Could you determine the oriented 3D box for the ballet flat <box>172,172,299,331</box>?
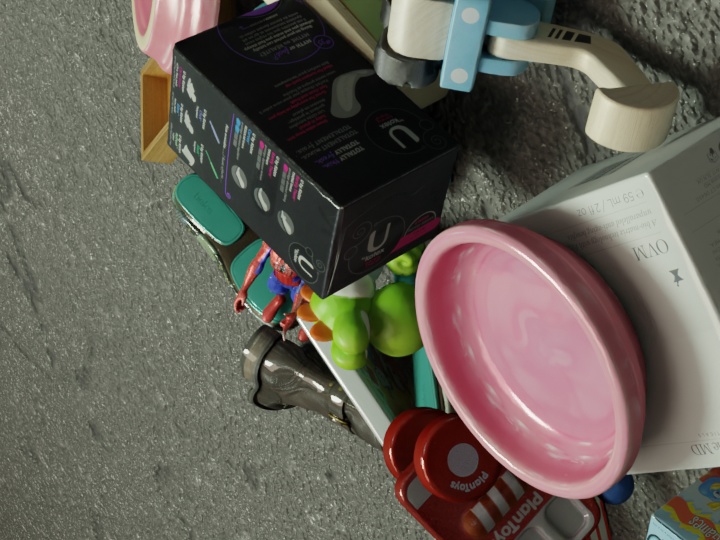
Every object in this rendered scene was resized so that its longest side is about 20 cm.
[{"bbox_3d":[-0.118,-0.017,1.539,0.200,0.074,0.074,54,149,15],"label":"ballet flat"}]

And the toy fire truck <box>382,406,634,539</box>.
[{"bbox_3d":[0.126,0.147,1.175,0.168,0.200,0.112,47,167,-9],"label":"toy fire truck"}]

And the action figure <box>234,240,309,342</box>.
[{"bbox_3d":[-0.076,0.030,1.376,0.065,0.099,0.200,25,156,9],"label":"action figure"}]

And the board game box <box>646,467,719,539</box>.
[{"bbox_3d":[0.273,0.251,1.120,0.105,0.103,0.201,39,144,33],"label":"board game box"}]

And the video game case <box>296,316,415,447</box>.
[{"bbox_3d":[0.033,0.113,1.333,0.200,0.023,0.182,55,-167,10],"label":"video game case"}]

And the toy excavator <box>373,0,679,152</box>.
[{"bbox_3d":[0.112,-0.165,1.022,0.199,0.195,0.100,8,131,0],"label":"toy excavator"}]

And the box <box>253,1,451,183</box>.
[{"bbox_3d":[-0.006,-0.143,1.239,0.200,0.049,0.082,50,171,18],"label":"box"}]

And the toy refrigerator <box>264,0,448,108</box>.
[{"bbox_3d":[-0.012,-0.215,1.186,0.200,0.076,0.070,50,148,19],"label":"toy refrigerator"}]

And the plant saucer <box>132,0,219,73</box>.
[{"bbox_3d":[-0.163,-0.265,1.296,0.200,0.051,0.201,-179,90,-73],"label":"plant saucer"}]

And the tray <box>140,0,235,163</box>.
[{"bbox_3d":[-0.167,-0.185,1.445,0.200,0.037,0.099,146,125,-59],"label":"tray"}]

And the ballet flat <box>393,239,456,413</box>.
[{"bbox_3d":[0.072,0.054,1.283,0.069,0.069,0.201,130,136,-58],"label":"ballet flat"}]

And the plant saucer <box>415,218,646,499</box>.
[{"bbox_3d":[0.118,0.053,1.000,0.200,0.051,0.201,39,145,35],"label":"plant saucer"}]

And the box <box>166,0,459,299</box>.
[{"bbox_3d":[-0.040,-0.096,1.133,0.200,0.122,0.106,45,146,26],"label":"box"}]

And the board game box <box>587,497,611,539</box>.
[{"bbox_3d":[0.154,0.283,1.281,0.046,0.151,0.201,14,127,52],"label":"board game box"}]

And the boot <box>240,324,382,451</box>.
[{"bbox_3d":[-0.030,0.137,1.507,0.174,0.069,0.200,29,168,15],"label":"boot"}]

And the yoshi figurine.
[{"bbox_3d":[0.013,0.006,1.262,0.112,0.112,0.200,51,-156,-38],"label":"yoshi figurine"}]

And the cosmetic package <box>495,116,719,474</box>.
[{"bbox_3d":[0.210,0.022,1.006,0.201,0.123,0.199,62,150,-4],"label":"cosmetic package"}]
